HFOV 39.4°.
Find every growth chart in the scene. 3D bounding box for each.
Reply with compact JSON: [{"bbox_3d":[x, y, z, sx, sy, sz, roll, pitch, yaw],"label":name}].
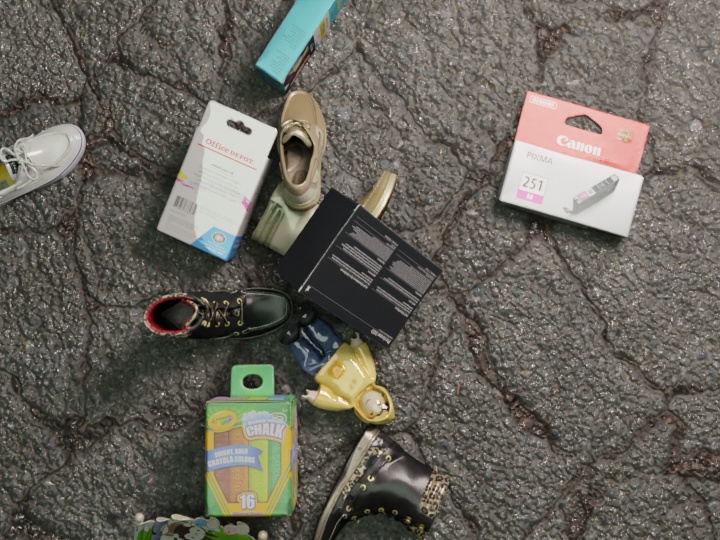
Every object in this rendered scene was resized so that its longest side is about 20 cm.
[{"bbox_3d":[-0.231,0.385,1.425,0.196,0.146,0.018,9,47,0],"label":"growth chart"}]

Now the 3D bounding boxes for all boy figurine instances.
[{"bbox_3d":[-0.030,0.153,1.455,0.124,0.064,0.200,-41,85,-10],"label":"boy figurine"}]

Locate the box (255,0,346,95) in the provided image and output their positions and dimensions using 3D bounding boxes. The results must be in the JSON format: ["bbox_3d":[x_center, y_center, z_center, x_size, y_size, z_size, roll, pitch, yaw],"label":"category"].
[{"bbox_3d":[-0.077,-0.361,1.470,0.049,0.082,0.202,32,88,1],"label":"box"}]

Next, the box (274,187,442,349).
[{"bbox_3d":[0.000,0.000,1.396,0.199,0.079,0.142,35,89,-42],"label":"box"}]

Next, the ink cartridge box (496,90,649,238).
[{"bbox_3d":[0.317,-0.158,1.477,0.197,0.044,0.176,16,89,1],"label":"ink cartridge box"}]

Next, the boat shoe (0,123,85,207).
[{"bbox_3d":[-0.498,-0.154,1.463,0.200,0.086,0.075,-28,87,0],"label":"boat shoe"}]

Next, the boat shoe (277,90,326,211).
[{"bbox_3d":[-0.086,-0.185,1.439,0.071,0.065,0.203,-2,60,3],"label":"boat shoe"}]

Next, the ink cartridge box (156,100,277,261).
[{"bbox_3d":[-0.202,-0.130,1.460,0.114,0.068,0.203,23,94,1],"label":"ink cartridge box"}]

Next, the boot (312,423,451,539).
[{"bbox_3d":[0.028,0.342,1.443,0.149,0.073,0.202,27,81,4],"label":"boot"}]

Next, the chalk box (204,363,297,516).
[{"bbox_3d":[-0.152,0.236,1.423,0.122,0.124,0.204,-1,87,0],"label":"chalk box"}]

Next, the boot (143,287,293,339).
[{"bbox_3d":[-0.199,0.063,1.416,0.200,0.154,0.075,-4,87,1],"label":"boot"}]

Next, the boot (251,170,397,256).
[{"bbox_3d":[-0.051,-0.090,1.465,0.154,0.072,0.201,35,88,5],"label":"boot"}]
